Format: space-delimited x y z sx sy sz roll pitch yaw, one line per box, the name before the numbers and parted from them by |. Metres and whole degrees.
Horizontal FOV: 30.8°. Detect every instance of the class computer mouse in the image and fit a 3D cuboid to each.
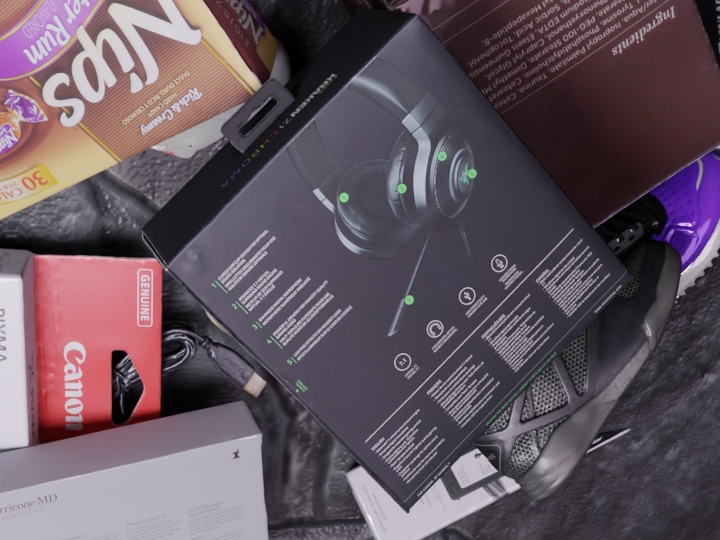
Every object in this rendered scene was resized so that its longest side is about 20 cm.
computer mouse | -0.115 0.122 0.944 0.140 0.046 0.200 -36 112 10

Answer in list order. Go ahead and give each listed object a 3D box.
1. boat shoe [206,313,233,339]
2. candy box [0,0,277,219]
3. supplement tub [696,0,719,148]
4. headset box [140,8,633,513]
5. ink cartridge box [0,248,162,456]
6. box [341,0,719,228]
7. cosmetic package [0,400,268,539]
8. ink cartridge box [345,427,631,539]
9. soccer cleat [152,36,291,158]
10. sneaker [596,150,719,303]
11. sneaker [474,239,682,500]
boat shoe | -0.019 0.055 0.931 0.199 0.065 0.072 29 104 -29
candy box | -0.158 -0.114 0.703 0.198 0.057 0.117 -21 123 22
supplement tub | 0.261 -0.192 0.868 0.121 0.123 0.202 -21 121 -8
headset box | 0.008 -0.013 0.681 0.174 0.093 0.200 -46 111 -3
ink cartridge box | -0.221 0.084 0.867 0.174 0.045 0.202 3 116 -4
box | 0.100 -0.148 0.809 0.163 0.166 0.201 -33 121 -1
cosmetic package | -0.162 0.183 0.886 0.198 0.052 0.152 -10 120 -18
ink cartridge box | 0.090 0.136 0.975 0.198 0.116 0.068 -26 83 -5
soccer cleat | -0.137 -0.100 0.813 0.198 0.069 0.078 -14 125 -14
sneaker | 0.190 -0.013 0.966 0.099 0.070 0.201 28 104 -26
sneaker | 0.136 0.043 0.896 0.114 0.076 0.200 37 82 -3
